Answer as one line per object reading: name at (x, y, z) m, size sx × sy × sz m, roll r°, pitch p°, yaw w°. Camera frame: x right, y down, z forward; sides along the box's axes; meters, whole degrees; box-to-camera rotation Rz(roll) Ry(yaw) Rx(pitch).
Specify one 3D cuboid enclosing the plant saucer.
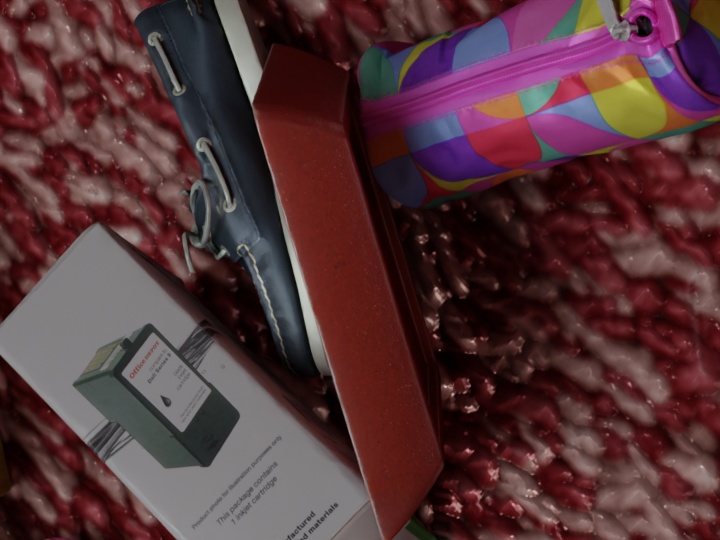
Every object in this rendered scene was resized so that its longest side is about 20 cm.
plant saucer at (0.000, 0.000, 1.297) m, size 0.037 × 0.200 × 0.201 m, roll -16°, pitch 101°, yaw 5°

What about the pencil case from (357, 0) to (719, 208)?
pencil case at (0.085, -0.086, 1.246) m, size 0.200 × 0.088 × 0.089 m, roll -19°, pitch 92°, yaw 44°

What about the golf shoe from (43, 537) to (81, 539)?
golf shoe at (-0.179, 0.193, 1.591) m, size 0.199 × 0.076 × 0.092 m, roll 12°, pitch 152°, yaw 24°

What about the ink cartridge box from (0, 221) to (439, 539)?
ink cartridge box at (-0.068, 0.084, 1.385) m, size 0.084 × 0.146 × 0.200 m, roll -46°, pitch 68°, yaw 0°

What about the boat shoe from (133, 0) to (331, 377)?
boat shoe at (-0.058, -0.040, 1.373) m, size 0.062 × 0.075 × 0.201 m, roll -18°, pitch 86°, yaw 7°

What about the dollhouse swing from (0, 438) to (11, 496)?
dollhouse swing at (-0.312, 0.050, 1.590) m, size 0.175 × 0.182 × 0.201 m, roll -8°, pitch 100°, yaw 22°
